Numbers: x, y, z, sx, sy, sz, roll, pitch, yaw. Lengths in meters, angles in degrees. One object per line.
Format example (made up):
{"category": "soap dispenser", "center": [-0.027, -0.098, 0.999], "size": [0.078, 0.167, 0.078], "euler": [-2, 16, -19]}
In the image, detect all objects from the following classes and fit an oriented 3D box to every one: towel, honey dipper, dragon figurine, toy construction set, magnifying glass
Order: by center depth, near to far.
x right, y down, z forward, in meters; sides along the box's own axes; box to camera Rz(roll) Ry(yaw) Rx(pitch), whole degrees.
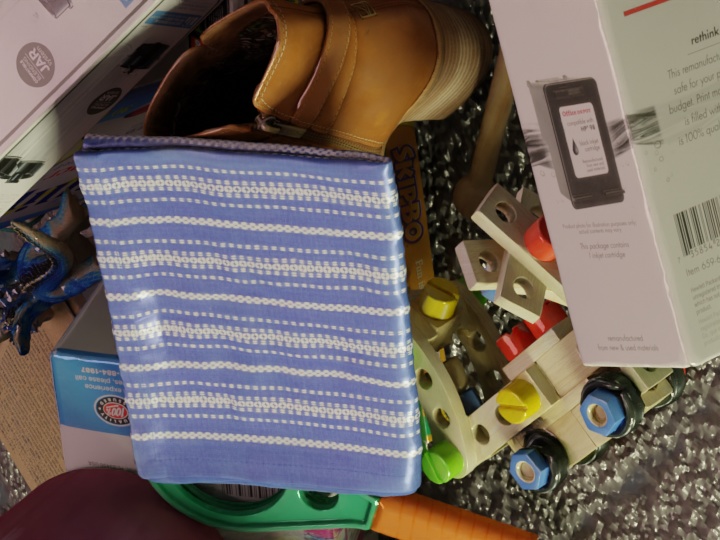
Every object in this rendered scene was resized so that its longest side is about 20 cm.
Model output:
{"category": "towel", "center": [-0.048, 0.026, 1.082], "size": [0.144, 0.024, 0.201], "euler": [4, 131, 12]}
{"category": "honey dipper", "center": [0.067, -0.101, 1.086], "size": [0.038, 0.038, 0.201], "euler": [45, 143, 29]}
{"category": "toy construction set", "center": [0.071, 0.032, 1.102], "size": [0.132, 0.092, 0.200], "euler": [54, 153, 8]}
{"category": "magnifying glass", "center": [-0.012, 0.108, 1.166], "size": [0.198, 0.022, 0.080], "euler": [17, 124, 2]}
{"category": "dragon figurine", "center": [-0.176, 0.007, 1.288], "size": [0.059, 0.099, 0.200], "euler": [54, -174, -4]}

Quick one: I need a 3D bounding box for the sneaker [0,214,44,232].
{"category": "sneaker", "center": [-0.247, -0.092, 1.502], "size": [0.200, 0.077, 0.080], "euler": [49, 161, 33]}

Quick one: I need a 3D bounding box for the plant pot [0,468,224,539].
{"category": "plant pot", "center": [-0.144, 0.198, 1.167], "size": [0.198, 0.179, 0.201], "euler": [9, 123, 14]}

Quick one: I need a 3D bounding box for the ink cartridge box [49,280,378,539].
{"category": "ink cartridge box", "center": [-0.071, 0.112, 1.250], "size": [0.143, 0.085, 0.201], "euler": [6, 122, 14]}

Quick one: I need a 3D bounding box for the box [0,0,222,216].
{"category": "box", "center": [-0.171, -0.103, 1.094], "size": [0.200, 0.060, 0.117], "euler": [-40, 79, 19]}

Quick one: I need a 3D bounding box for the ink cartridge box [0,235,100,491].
{"category": "ink cartridge box", "center": [-0.135, 0.101, 1.433], "size": [0.201, 0.075, 0.165], "euler": [56, 142, 18]}

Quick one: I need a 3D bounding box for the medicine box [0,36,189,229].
{"category": "medicine box", "center": [-0.160, -0.104, 1.260], "size": [0.200, 0.181, 0.104], "euler": [-35, 79, 55]}

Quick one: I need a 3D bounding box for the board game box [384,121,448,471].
{"category": "board game box", "center": [0.000, 0.000, 1.236], "size": [0.095, 0.030, 0.202], "euler": [16, 119, 49]}

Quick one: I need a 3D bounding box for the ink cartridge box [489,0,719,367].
{"category": "ink cartridge box", "center": [0.124, -0.075, 0.951], "size": [0.066, 0.115, 0.202], "euler": [-2, 106, 55]}

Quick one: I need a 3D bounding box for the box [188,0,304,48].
{"category": "box", "center": [-0.030, -0.194, 1.099], "size": [0.035, 0.110, 0.201], "euler": [28, 129, 42]}

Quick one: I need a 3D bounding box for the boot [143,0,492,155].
{"category": "boot", "center": [-0.040, -0.049, 1.102], "size": [0.200, 0.155, 0.077], "euler": [-45, 66, 31]}
